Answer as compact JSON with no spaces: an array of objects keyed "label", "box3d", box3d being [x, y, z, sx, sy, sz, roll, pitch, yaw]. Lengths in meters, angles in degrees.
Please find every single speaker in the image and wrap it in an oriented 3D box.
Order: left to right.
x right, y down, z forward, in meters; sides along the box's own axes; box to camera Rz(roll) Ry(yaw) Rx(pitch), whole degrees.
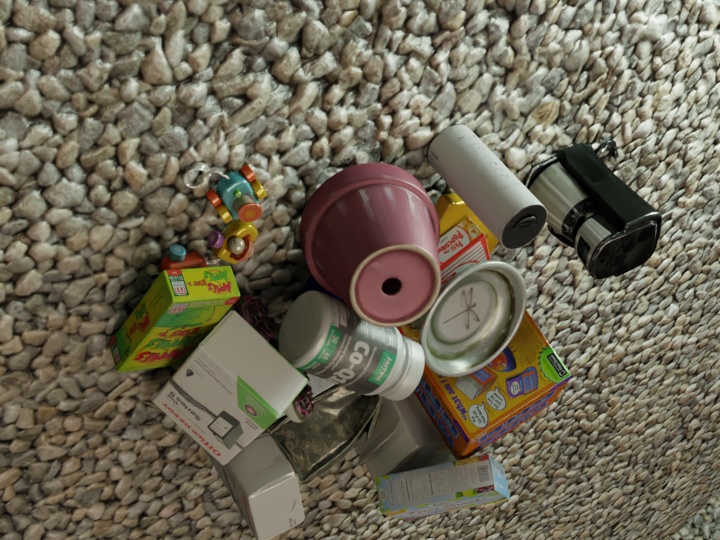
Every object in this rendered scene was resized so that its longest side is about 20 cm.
[{"label":"speaker","box3d":[0.179,-0.121,1.638,0.081,0.200,0.082,-22,140,-20]}]

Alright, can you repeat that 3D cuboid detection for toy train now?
[{"label":"toy train","box3d":[-0.193,-0.046,1.517,0.149,0.056,0.201,-8,133,-36]}]

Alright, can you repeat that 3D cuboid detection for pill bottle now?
[{"label":"pill bottle","box3d":[-0.010,0.113,1.657,0.199,0.113,0.113,24,112,-33]}]

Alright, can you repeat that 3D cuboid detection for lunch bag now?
[{"label":"lunch bag","box3d":[-0.036,0.242,1.860,0.199,0.118,0.164,-38,175,-3]}]

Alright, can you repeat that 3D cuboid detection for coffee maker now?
[{"label":"coffee maker","box3d":[0.388,-0.106,1.835,0.192,0.200,0.135,-38,144,-1]}]

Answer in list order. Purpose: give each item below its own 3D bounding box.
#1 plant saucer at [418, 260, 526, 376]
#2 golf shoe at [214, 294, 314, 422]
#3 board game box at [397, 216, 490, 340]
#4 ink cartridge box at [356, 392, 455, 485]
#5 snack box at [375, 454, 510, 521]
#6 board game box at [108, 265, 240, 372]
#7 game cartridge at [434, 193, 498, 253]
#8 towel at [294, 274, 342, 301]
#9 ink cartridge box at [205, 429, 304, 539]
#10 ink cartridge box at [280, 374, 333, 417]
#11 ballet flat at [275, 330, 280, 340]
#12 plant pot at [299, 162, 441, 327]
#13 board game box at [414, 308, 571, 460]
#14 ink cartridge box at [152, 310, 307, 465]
[{"label":"plant saucer","box3d":[0.163,0.066,1.758,0.198,0.050,0.202,-19,127,-26]},{"label":"golf shoe","box3d":[-0.141,0.137,1.666,0.092,0.201,0.073,-30,-177,23]},{"label":"board game box","box3d":[0.111,0.024,1.770,0.199,0.046,0.152,-38,152,-6]},{"label":"ink cartridge box","box3d":[0.087,0.290,2.032,0.199,0.126,0.129,6,137,-44]},{"label":"snack box","box3d":[0.142,0.372,1.956,0.198,0.068,0.169,-15,160,11]},{"label":"board game box","box3d":[-0.251,0.067,1.534,0.101,0.048,0.200,-5,153,-38]},{"label":"game cartridge","box3d":[0.156,-0.054,1.799,0.199,0.032,0.177,-9,138,-45]},{"label":"towel","box3d":[0.000,0.000,1.737,0.147,0.050,0.201,12,120,-46]},{"label":"ink cartridge box","box3d":[-0.173,0.295,1.766,0.082,0.200,0.147,-25,141,-17]},{"label":"ink cartridge box","box3d":[-0.071,0.166,1.788,0.199,0.050,0.162,-33,179,-20]},{"label":"ballet flat","box3d":[-0.084,0.123,1.777,0.198,0.068,0.067,-6,174,-21]},{"label":"plant pot","box3d":[0.027,-0.022,1.578,0.198,0.179,0.202,-7,121,-12]},{"label":"board game box","box3d":[0.199,0.169,1.910,0.199,0.201,0.200,-30,163,-10]},{"label":"ink cartridge box","box3d":[-0.185,0.168,1.605,0.084,0.145,0.200,-50,-177,-40]}]
